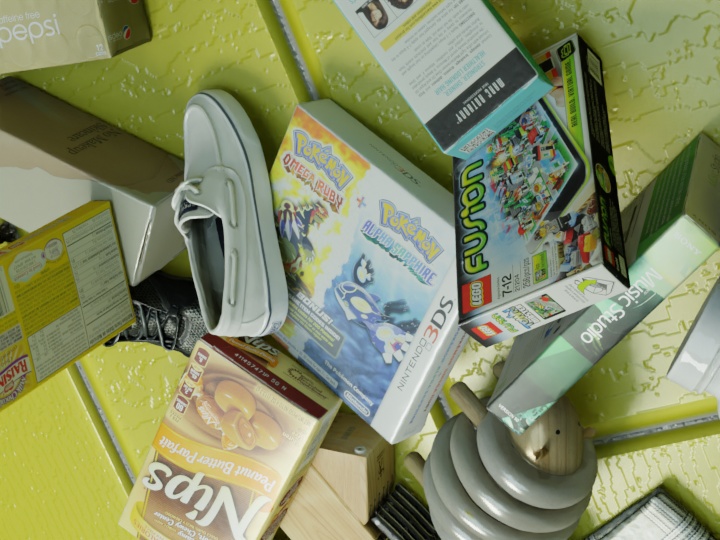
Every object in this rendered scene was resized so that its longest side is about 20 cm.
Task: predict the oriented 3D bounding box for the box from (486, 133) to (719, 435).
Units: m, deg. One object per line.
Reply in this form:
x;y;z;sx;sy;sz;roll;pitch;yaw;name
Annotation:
0.172;0.009;0.947;0.036;0.144;0.200;38;122;-3;box

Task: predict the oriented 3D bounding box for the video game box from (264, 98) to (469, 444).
0.000;0.000;1.050;0.200;0.047;0.183;39;120;25;video game box

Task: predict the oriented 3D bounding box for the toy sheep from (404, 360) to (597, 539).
0.107;0.159;1.053;0.138;0.138;0.200;34;135;8;toy sheep

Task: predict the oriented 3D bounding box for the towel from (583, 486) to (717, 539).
0.235;0.293;1.100;0.193;0.035;0.200;45;122;1;towel

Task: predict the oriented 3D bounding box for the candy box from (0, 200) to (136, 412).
-0.237;0.028;1.000;0.026;0.200;0.103;4;112;27;candy box

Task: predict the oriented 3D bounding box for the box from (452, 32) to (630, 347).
0.115;-0.056;0.926;0.110;0.201;0.035;-25;136;30;box

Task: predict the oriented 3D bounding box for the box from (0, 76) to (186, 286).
-0.236;-0.075;1.127;0.199;0.095;0.078;25;119;11;box

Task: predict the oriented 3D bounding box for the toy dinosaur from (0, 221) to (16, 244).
-0.334;-0.001;1.196;0.200;0.102;0.077;42;121;2;toy dinosaur

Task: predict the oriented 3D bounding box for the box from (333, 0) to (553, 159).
0.039;-0.179;0.945;0.082;0.049;0.200;-39;76;16;box

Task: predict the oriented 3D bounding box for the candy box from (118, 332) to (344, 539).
-0.106;0.153;1.109;0.115;0.055;0.201;33;117;12;candy box

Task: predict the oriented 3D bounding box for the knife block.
-0.026;0.208;1.165;0.199;0.064;0.176;9;113;21;knife block

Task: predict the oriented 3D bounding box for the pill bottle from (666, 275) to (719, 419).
0.315;0.085;0.935;0.199;0.109;0.109;28;120;11;pill bottle

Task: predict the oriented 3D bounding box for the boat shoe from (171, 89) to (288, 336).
-0.109;-0.047;1.058;0.074;0.065;0.201;-34;68;46;boat shoe

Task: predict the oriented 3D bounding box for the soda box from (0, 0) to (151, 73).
-0.271;-0.197;1.109;0.199;0.064;0.068;-3;109;26;soda box

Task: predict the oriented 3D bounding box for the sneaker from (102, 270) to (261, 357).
-0.185;0.041;1.141;0.199;0.114;0.076;25;121;11;sneaker
